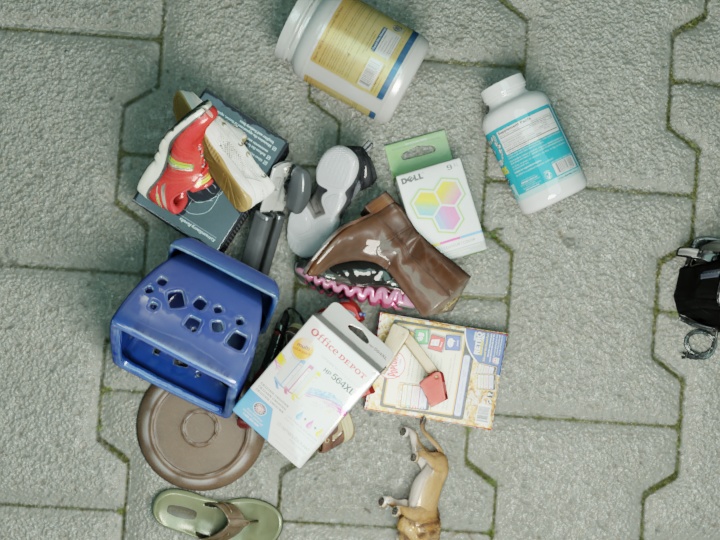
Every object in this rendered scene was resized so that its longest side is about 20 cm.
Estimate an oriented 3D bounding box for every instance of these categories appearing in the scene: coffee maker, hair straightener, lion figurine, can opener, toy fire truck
[{"bbox_3d":[0.560,0.040,1.605,0.134,0.200,0.193,-4,89,-2],"label":"coffee maker"},{"bbox_3d":[-0.126,0.154,1.647,0.077,0.041,0.201,30,68,-42],"label":"hair straightener"},{"bbox_3d":[0.097,0.332,1.638,0.122,0.072,0.201,29,79,-35],"label":"lion figurine"},{"bbox_3d":[-0.126,-0.066,1.605,0.067,0.053,0.201,31,114,32],"label":"can opener"},{"bbox_3d":[0.033,0.125,1.605,0.141,0.049,0.201,-24,82,7],"label":"toy fire truck"}]

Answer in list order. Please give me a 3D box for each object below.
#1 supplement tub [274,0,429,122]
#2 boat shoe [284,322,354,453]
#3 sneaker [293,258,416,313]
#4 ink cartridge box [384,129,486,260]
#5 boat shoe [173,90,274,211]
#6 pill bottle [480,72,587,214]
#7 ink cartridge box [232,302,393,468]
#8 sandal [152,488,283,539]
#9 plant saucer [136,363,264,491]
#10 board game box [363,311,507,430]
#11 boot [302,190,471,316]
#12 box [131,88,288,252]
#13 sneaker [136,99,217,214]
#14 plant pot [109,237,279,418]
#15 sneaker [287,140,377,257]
[{"bbox_3d":[-0.013,-0.327,1.612,0.200,0.145,0.145,29,88,-2],"label":"supplement tub"},{"bbox_3d":[-0.076,0.179,1.617,0.072,0.072,0.201,-27,105,-32],"label":"boat shoe"},{"bbox_3d":[0.000,0.000,1.644,0.199,0.079,0.096,13,81,-4],"label":"sneaker"},{"bbox_3d":[0.114,-0.112,1.655,0.103,0.059,0.201,-16,90,-3],"label":"ink cartridge box"},{"bbox_3d":[-0.194,-0.178,1.538,0.069,0.071,0.200,-30,81,-29],"label":"boat shoe"},{"bbox_3d":[0.256,-0.195,1.640,0.111,0.111,0.200,-25,90,-3],"label":"pill bottle"},{"bbox_3d":[-0.061,0.155,1.526,0.128,0.125,0.200,40,94,4],"label":"ink cartridge box"},{"bbox_3d":[-0.217,0.380,1.629,0.200,0.057,0.080,9,88,-3],"label":"sandal"},{"bbox_3d":[-0.243,0.238,1.646,0.199,0.032,0.201,0,90,-4],"label":"plant saucer"},{"bbox_3d":[0.114,0.153,1.656,0.199,0.046,0.152,10,89,-2],"label":"board game box"},{"bbox_3d":[0.042,0.009,1.585,0.186,0.064,0.200,-41,86,-10],"label":"boot"},{"bbox_3d":[-0.220,-0.143,1.616,0.148,0.107,0.200,33,87,-2],"label":"box"},{"bbox_3d":[-0.234,-0.155,1.491,0.085,0.200,0.077,38,43,-2],"label":"sneaker"},{"bbox_3d":[-0.231,0.076,1.559,0.200,0.200,0.180,27,66,0],"label":"plant pot"},{"bbox_3d":[-0.036,-0.110,1.641,0.075,0.114,0.200,37,123,14],"label":"sneaker"}]
